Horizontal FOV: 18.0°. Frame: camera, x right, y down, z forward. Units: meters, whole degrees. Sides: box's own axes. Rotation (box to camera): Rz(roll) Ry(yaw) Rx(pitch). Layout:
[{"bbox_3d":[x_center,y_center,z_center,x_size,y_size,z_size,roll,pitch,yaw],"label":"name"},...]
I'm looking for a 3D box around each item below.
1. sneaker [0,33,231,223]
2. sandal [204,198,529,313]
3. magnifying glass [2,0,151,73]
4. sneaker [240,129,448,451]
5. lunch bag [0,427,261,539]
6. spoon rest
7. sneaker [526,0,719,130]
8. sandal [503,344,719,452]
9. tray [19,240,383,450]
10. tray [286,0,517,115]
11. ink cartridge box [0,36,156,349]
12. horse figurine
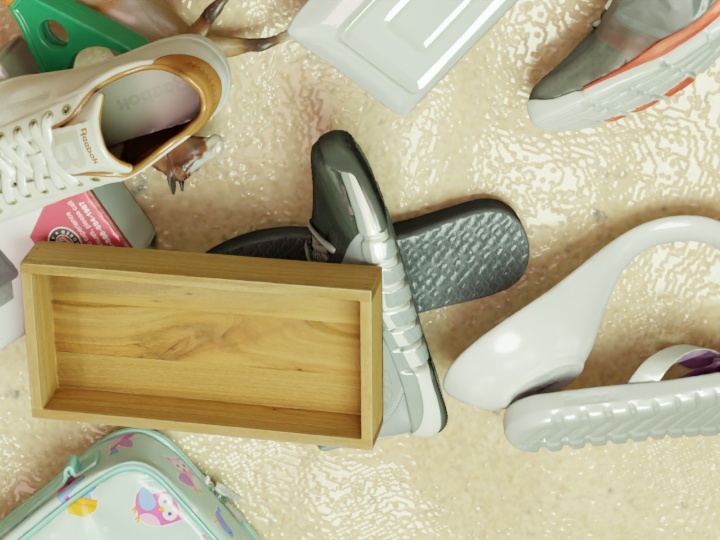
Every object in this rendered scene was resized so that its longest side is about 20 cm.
[{"bbox_3d":[-0.168,-0.073,1.233,0.200,0.085,0.073,-25,105,8],"label":"sneaker"},{"bbox_3d":[0.000,0.001,1.357,0.200,0.043,0.076,-7,114,-5],"label":"sandal"},{"bbox_3d":[-0.177,-0.143,1.290,0.200,0.022,0.080,46,133,-8],"label":"magnifying glass"},{"bbox_3d":[-0.027,0.024,1.300,0.115,0.075,0.200,-17,115,2],"label":"sneaker"},{"bbox_3d":[-0.157,0.197,1.400,0.200,0.077,0.160,-38,100,13],"label":"lunch bag"},{"bbox_3d":[0.137,0.023,1.336,0.200,0.099,0.061,-26,69,0],"label":"spoon rest"},{"bbox_3d":[0.173,-0.153,1.294,0.200,0.077,0.082,-32,76,11],"label":"sneaker"},{"bbox_3d":[0.182,0.067,1.341,0.202,0.082,0.050,-5,68,-13],"label":"sandal"},{"bbox_3d":[-0.088,0.041,1.273,0.199,0.037,0.099,5,116,12],"label":"tray"},{"bbox_3d":[0.061,-0.177,1.280,0.200,0.022,0.107,-46,130,14],"label":"tray"},{"bbox_3d":[-0.245,-0.020,1.335,0.200,0.083,0.145,-32,103,10],"label":"ink cartridge box"},{"bbox_3d":[-0.123,-0.157,1.302,0.132,0.050,0.200,-35,108,26],"label":"horse figurine"}]
